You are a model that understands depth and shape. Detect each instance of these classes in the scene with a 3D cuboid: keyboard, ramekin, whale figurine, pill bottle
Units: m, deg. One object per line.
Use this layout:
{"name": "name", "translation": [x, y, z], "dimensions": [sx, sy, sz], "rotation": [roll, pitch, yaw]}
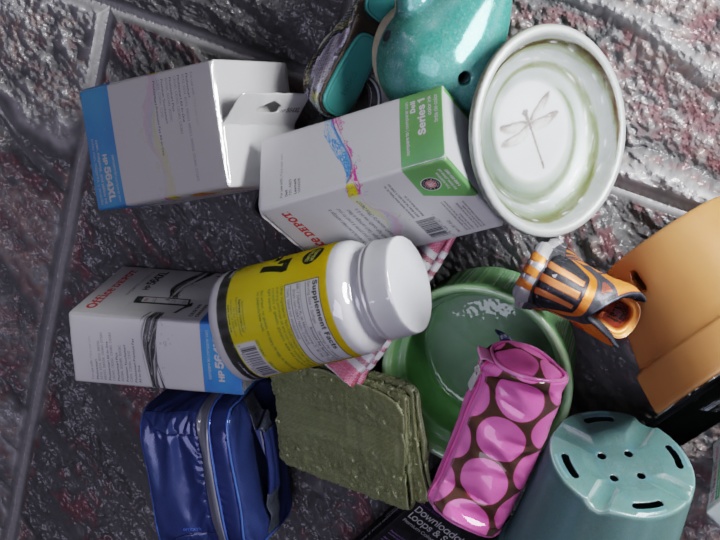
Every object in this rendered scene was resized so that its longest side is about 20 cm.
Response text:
{"name": "keyboard", "translation": [0.362, 0.118, 1.546], "dimensions": [0.200, 0.103, 0.040], "rotation": [-42, 50, 42]}
{"name": "ramekin", "translation": [0.129, 0.094, 1.599], "dimensions": [0.198, 0.098, 0.202], "rotation": [6, 111, 16]}
{"name": "whale figurine", "translation": [0.101, -0.231, 1.474], "dimensions": [0.159, 0.104, 0.201], "rotation": [31, 102, -31]}
{"name": "pill bottle", "translation": [-0.038, 0.035, 1.507], "dimensions": [0.199, 0.114, 0.115], "rotation": [-14, 105, 26]}

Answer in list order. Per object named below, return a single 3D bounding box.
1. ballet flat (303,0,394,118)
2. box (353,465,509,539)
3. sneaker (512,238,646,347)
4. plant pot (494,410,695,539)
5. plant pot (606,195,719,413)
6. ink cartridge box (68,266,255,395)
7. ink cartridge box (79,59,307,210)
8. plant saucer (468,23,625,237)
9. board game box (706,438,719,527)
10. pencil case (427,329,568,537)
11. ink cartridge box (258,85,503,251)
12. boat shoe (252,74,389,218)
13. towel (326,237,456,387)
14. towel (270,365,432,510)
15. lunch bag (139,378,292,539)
{"name": "ballet flat", "translation": [0.005, -0.247, 1.526], "dimensions": [0.072, 0.072, 0.201], "rotation": [35, 93, 3]}
{"name": "box", "translation": [0.072, 0.319, 1.713], "dimensions": [0.143, 0.036, 0.200], "rotation": [36, 116, -17]}
{"name": "sneaker", "translation": [0.206, 0.028, 1.443], "dimensions": [0.111, 0.200, 0.078], "rotation": [29, 99, 9]}
{"name": "plant pot", "translation": [0.237, 0.261, 1.547], "dimensions": [0.199, 0.201, 0.197], "rotation": [21, 127, 10]}
{"name": "plant pot", "translation": [0.328, 0.023, 1.469], "dimensions": [0.200, 0.200, 0.141], "rotation": [-37, 79, 25]}
{"name": "ink cartridge box", "translation": [-0.194, 0.062, 1.665], "dimensions": [0.198, 0.146, 0.085], "rotation": [4, 112, 16]}
{"name": "ink cartridge box", "translation": [-0.160, -0.137, 1.556], "dimensions": [0.199, 0.128, 0.126], "rotation": [-6, 92, 34]}
{"name": "plant saucer", "translation": [0.169, -0.133, 1.478], "dimensions": [0.050, 0.199, 0.202], "rotation": [8, 117, 54]}
{"name": "board game box", "translation": [0.432, 0.164, 1.500], "dimensions": [0.064, 0.148, 0.200], "rotation": [44, 116, -4]}
{"name": "pencil case", "translation": [0.129, 0.166, 1.523], "dimensions": [0.093, 0.091, 0.201], "rotation": [7, 115, -23]}
{"name": "ink cartridge box", "translation": [0.020, -0.085, 1.491], "dimensions": [0.199, 0.145, 0.085], "rotation": [-14, 60, 23]}
{"name": "boat shoe", "translation": [-0.040, -0.120, 1.587], "dimensions": [0.200, 0.056, 0.069], "rotation": [-52, 58, 27]}
{"name": "towel", "translation": [0.000, 0.000, 1.575], "dimensions": [0.146, 0.030, 0.201], "rotation": [37, 97, 34]}
{"name": "towel", "translation": [-0.011, 0.163, 1.615], "dimensions": [0.199, 0.036, 0.150], "rotation": [12, 118, 35]}
{"name": "lunch bag", "translation": [-0.150, 0.205, 1.706], "dimensions": [0.131, 0.136, 0.202], "rotation": [0, 110, 21]}
